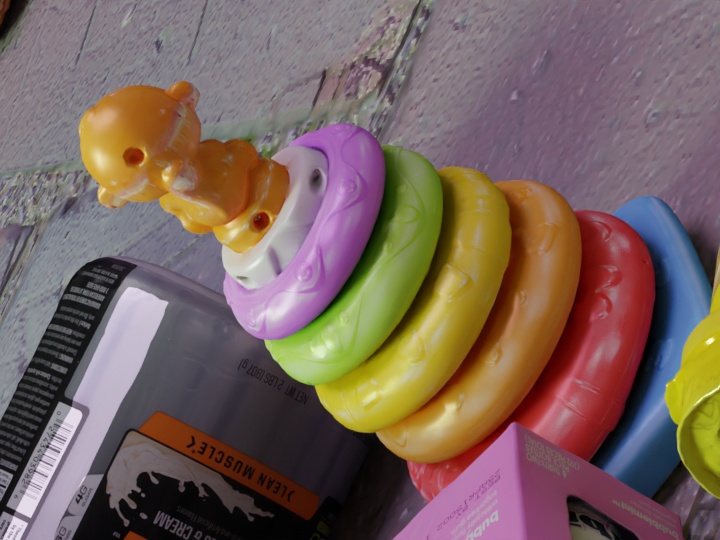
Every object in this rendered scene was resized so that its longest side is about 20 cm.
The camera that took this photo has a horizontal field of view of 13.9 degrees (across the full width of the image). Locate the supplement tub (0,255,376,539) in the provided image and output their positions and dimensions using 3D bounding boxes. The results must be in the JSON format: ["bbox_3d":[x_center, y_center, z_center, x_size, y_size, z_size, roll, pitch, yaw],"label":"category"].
[{"bbox_3d":[-0.085,0.106,1.029,0.200,0.122,0.122,-64,24,-7],"label":"supplement tub"}]

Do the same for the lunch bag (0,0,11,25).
[{"bbox_3d":[-0.301,-0.184,1.710,0.200,0.176,0.082,-10,54,61],"label":"lunch bag"}]

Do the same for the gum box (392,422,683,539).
[{"bbox_3d":[0.017,0.147,0.849,0.200,0.066,0.114,-47,26,29],"label":"gum box"}]

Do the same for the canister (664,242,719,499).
[{"bbox_3d":[0.159,-0.045,0.763,0.148,0.086,0.200,-34,34,45],"label":"canister"}]

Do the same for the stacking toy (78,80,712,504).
[{"bbox_3d":[0.000,0.000,0.883,0.116,0.200,0.110,-52,25,20],"label":"stacking toy"}]
